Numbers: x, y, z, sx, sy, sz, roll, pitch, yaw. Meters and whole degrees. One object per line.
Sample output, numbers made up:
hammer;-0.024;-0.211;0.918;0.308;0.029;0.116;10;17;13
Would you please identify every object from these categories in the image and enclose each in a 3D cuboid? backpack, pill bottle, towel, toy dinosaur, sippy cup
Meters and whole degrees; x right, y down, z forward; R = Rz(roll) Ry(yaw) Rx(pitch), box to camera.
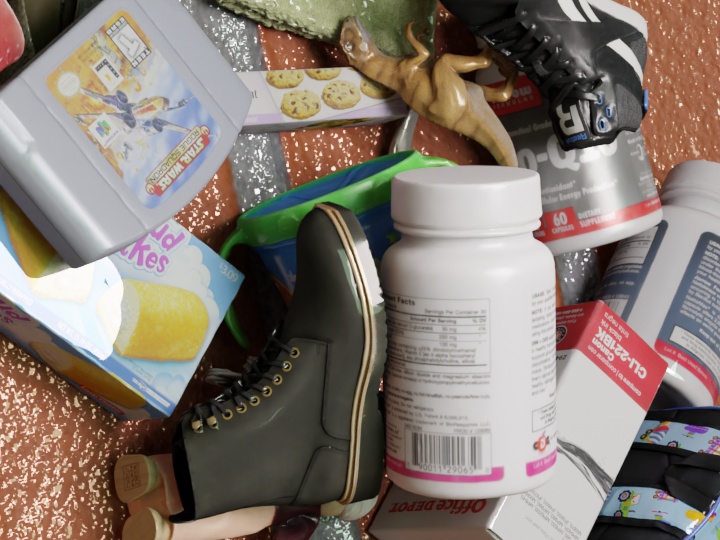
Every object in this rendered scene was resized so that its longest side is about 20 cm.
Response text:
backpack;0.219;0.188;1.392;0.135;0.200;0.183;51;57;-19
pill bottle;0.069;0.037;1.205;0.113;0.113;0.200;-9;103;-37
pill bottle;0.153;-0.118;1.438;0.114;0.114;0.200;-19;95;-36
towel;-0.020;-0.235;1.374;0.200;0.036;0.149;11;77;-37
toy dinosaur;0.071;-0.120;1.330;0.200;0.060;0.106;39;73;24
pill bottle;0.253;0.018;1.489;0.120;0.120;0.200;40;63;-26
sippy cup;0.000;0.000;1.293;0.140;0.178;0.130;-34;105;-54

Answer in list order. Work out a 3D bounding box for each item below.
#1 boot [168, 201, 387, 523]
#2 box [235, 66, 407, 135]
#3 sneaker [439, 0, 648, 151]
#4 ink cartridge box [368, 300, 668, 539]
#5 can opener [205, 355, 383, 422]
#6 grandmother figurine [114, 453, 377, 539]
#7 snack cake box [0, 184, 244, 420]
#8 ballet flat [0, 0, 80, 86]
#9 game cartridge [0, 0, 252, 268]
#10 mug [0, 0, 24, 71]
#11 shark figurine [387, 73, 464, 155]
boot;-0.059;0.063;1.184;0.138;0.077;0.200;-9;102;-22
box;-0.055;-0.120;1.330;0.200;0.039;0.041;-6;85;-37
sneaker;0.135;-0.144;1.298;0.200;0.073;0.112;13;66;-40
ink cartridge box;0.114;0.130;1.356;0.084;0.144;0.200;41;62;-23
can opener;-0.018;0.104;1.284;0.200;0.053;0.067;14;79;-26
grandmother figurine;-0.070;0.148;1.275;0.200;0.061;0.121;3;80;-39
snack cake box;-0.185;-0.005;1.203;0.200;0.067;0.115;39;64;-26
ballet flat;-0.206;-0.191;1.224;0.067;0.046;0.200;12;77;-35
game cartridge;-0.151;-0.097;1.188;0.133;0.042;0.200;48;45;-12
mug;-0.325;-0.103;1.100;0.200;0.177;0.133;-57;152;-22
shark figurine;0.056;-0.041;1.396;0.089;0.128;0.215;29;39;-61
